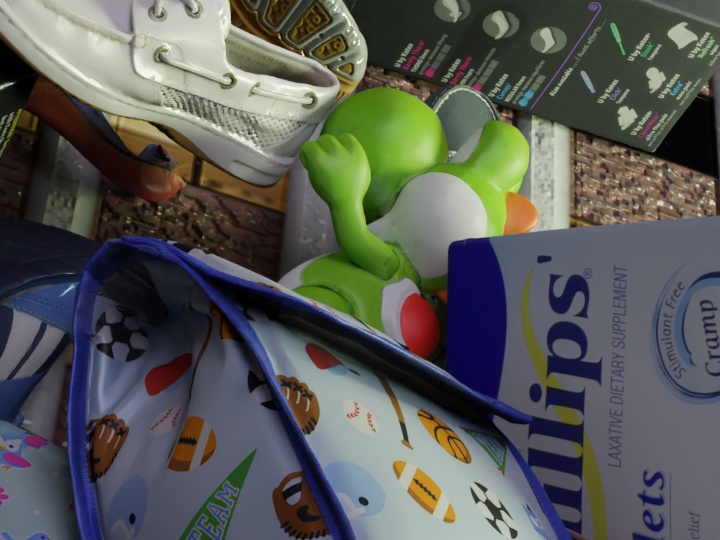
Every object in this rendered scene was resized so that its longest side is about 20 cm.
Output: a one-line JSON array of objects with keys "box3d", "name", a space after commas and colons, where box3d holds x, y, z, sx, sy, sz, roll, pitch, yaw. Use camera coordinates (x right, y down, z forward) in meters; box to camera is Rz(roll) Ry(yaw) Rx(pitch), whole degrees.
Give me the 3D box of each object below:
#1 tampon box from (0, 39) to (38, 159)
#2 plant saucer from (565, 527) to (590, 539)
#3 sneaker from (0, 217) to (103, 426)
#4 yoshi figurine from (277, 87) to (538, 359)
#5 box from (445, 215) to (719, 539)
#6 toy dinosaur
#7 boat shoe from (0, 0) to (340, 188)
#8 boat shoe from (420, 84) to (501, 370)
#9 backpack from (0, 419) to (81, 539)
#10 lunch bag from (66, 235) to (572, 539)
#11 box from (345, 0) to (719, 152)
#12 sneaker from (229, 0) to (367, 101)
[{"box3d": [-0.263, -0.062, 0.872, 0.200, 0.126, 0.150, -30, 74, -41], "name": "tampon box"}, {"box3d": [0.042, 0.193, 0.823, 0.034, 0.200, 0.201, 39, 30, -53], "name": "plant saucer"}, {"box3d": [-0.165, 0.033, 0.896, 0.074, 0.083, 0.200, 18, 24, 20], "name": "sneaker"}, {"box3d": [-0.012, -0.006, 0.955, 0.200, 0.112, 0.112, -46, 115, -24], "name": "yoshi figurine"}, {"box3d": [0.138, 0.077, 0.876, 0.105, 0.200, 0.185, 9, 80, -46], "name": "box"}, {"box3d": [-0.163, -0.099, 1.017, 0.199, 0.105, 0.182, -22, 74, -2], "name": "toy dinosaur"}, {"box3d": [-0.086, -0.102, 0.915, 0.200, 0.069, 0.071, 24, 25, -48], "name": "boat shoe"}, {"box3d": [0.052, -0.023, 1.055, 0.073, 0.062, 0.201, 21, 48, -14], "name": "boat shoe"}, {"box3d": [-0.162, 0.149, 0.764, 0.167, 0.127, 0.200, 38, 43, 7], "name": "backpack"}, {"box3d": [-0.010, 0.084, 0.775, 0.170, 0.124, 0.200, 28, 28, -47], "name": "lunch bag"}, {"box3d": [0.092, -0.164, 1.156, 0.199, 0.106, 0.123, 15, 49, -16], "name": "box"}, {"box3d": [-0.073, -0.166, 1.093, 0.200, 0.076, 0.088, 38, 27, -10], "name": "sneaker"}]
